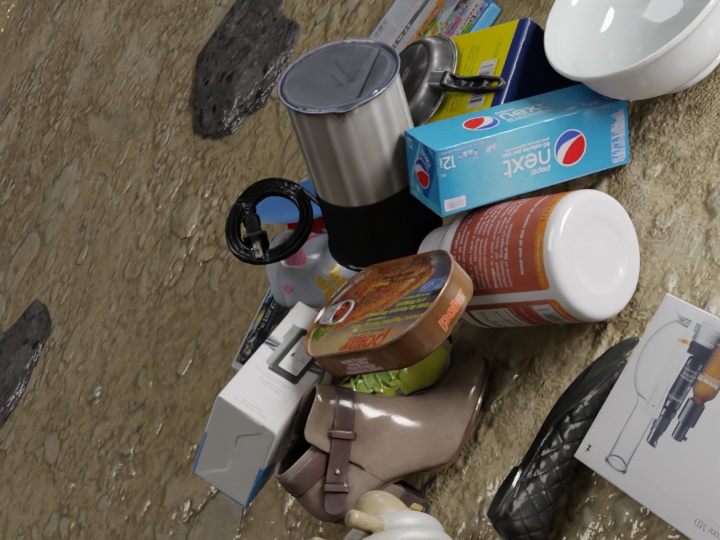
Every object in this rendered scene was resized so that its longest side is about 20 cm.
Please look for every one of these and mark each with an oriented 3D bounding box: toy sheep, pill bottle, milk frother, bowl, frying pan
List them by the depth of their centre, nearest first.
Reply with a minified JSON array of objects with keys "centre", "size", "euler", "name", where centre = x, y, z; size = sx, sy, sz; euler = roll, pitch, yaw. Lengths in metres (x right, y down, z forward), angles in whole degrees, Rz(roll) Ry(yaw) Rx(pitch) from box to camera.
[{"centre":[0.032,0.274,1.188],"size":[0.138,0.137,0.202],"euler":[-38,47,31],"name":"toy sheep"},{"centre":[0.142,-0.007,1.273],"size":[0.199,0.112,0.114],"euler":[-6,60,53],"name":"pill bottle"},{"centre":[0.268,-0.223,1.273],"size":[0.200,0.090,0.203],"euler":[-30,37,25],"name":"bowl"},{"centre":[-0.046,-0.103,1.347],"size":[0.198,0.190,0.181],"euler":[-26,38,-10],"name":"milk frother"},{"centre":[0.065,-0.171,1.393],"size":[0.116,0.031,0.190],"euler":[-56,29,11],"name":"frying pan"}]

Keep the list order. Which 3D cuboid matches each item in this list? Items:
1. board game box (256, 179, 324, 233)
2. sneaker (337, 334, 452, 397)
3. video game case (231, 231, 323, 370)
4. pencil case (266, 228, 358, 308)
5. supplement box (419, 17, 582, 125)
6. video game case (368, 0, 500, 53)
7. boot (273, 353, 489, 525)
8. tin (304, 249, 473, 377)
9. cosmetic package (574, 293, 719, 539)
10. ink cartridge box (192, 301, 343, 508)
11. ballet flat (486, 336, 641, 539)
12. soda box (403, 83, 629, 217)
[{"centre":[-0.034,-0.068,1.568],"size":[0.198,0.039,0.158],"euler":[-21,19,-22],"name":"board game box"},{"centre":[0.016,0.120,1.367],"size":[0.075,0.076,0.201],"euler":[46,113,26],"name":"sneaker"},{"centre":[-0.068,0.036,1.601],"size":[0.202,0.023,0.181],"euler":[-64,22,-5],"name":"video game case"},{"centre":[0.000,0.000,1.443],"size":[0.198,0.084,0.091],"euler":[3,26,37],"name":"pencil case"},{"centre":[0.124,-0.164,1.429],"size":[0.199,0.108,0.111],"euler":[-3,62,54],"name":"supplement box"},{"centre":[0.079,-0.283,1.679],"size":[0.144,0.018,0.200],"euler":[-53,32,12],"name":"video game case"},{"centre":[0.016,0.140,1.298],"size":[0.202,0.145,0.070],"euler":[-64,19,-6],"name":"boot"},{"centre":[0.023,0.041,1.267],"size":[0.112,0.042,0.199],"euler":[-52,21,-27],"name":"tin"},{"centre":[0.264,0.120,1.056],"size":[0.152,0.051,0.200],"euler":[-62,31,2],"name":"cosmetic package"},{"centre":[-0.074,0.115,1.372],"size":[0.200,0.067,0.117],"euler":[-49,-13,-48],"name":"ink cartridge box"},{"centre":[0.178,0.141,1.179],"size":[0.201,0.057,0.066],"euler":[-55,4,0],"name":"ballet flat"},{"centre":[0.143,-0.112,1.288],"size":[0.068,0.198,0.065],"euler":[-140,39,-58],"name":"soda box"}]
